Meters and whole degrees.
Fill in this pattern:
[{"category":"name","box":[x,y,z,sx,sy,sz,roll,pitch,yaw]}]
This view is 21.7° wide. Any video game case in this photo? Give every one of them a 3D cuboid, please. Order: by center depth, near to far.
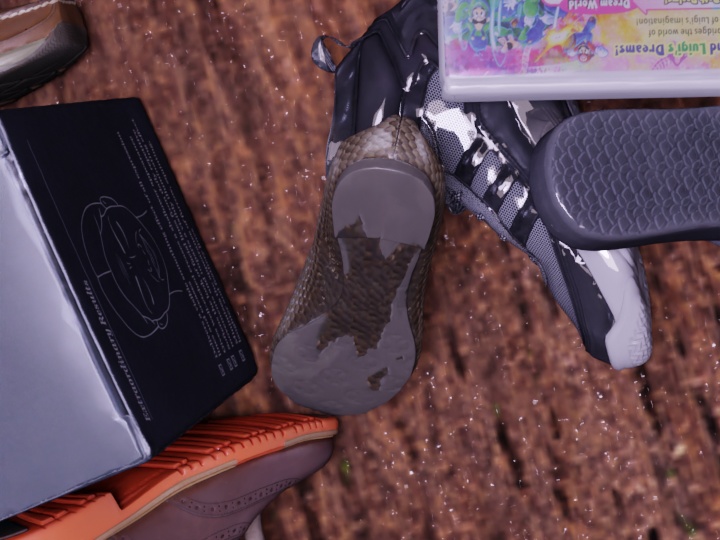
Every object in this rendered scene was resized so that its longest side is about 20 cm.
[{"category":"video game case","box":[0.130,-0.165,0.806,0.199,0.024,0.183,-1,83,-1]}]

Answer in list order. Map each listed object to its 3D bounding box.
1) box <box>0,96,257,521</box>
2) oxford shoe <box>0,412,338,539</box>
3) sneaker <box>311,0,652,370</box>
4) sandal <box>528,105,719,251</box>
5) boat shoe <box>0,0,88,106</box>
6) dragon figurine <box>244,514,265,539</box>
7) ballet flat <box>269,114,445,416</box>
[{"category":"box","box":[-0.139,0.014,0.819,0.107,0.200,0.149,-23,92,11]},{"category":"oxford shoe","box":[-0.087,0.117,0.844,0.071,0.199,0.073,-3,105,52]},{"category":"sneaker","box":[0.052,-0.035,0.847,0.113,0.075,0.201,-24,86,12]},{"category":"sandal","box":[0.163,-0.038,0.815,0.199,0.043,0.077,4,73,-18]},{"category":"boat shoe","box":[-0.229,-0.099,0.886,0.199,0.076,0.074,-17,90,10]},{"category":"dragon figurine","box":[-0.016,0.187,0.859,0.059,0.200,0.100,-27,134,-9]},{"category":"ballet flat","box":[0.000,0.000,0.827,0.067,0.200,0.047,9,53,-3]}]
